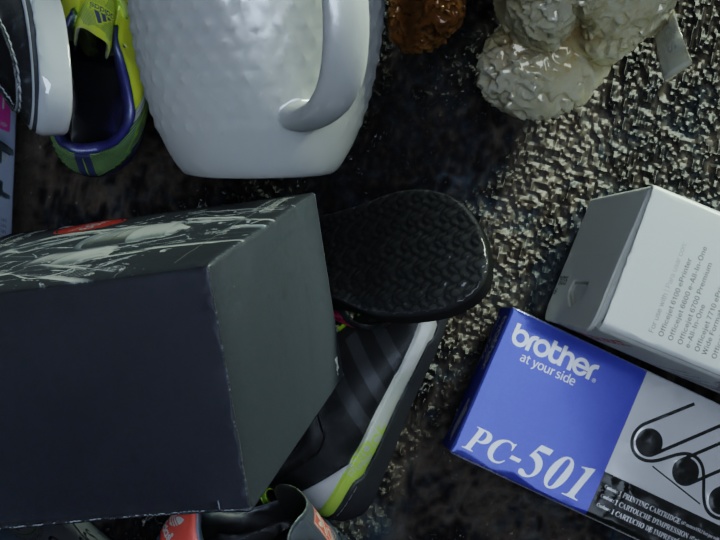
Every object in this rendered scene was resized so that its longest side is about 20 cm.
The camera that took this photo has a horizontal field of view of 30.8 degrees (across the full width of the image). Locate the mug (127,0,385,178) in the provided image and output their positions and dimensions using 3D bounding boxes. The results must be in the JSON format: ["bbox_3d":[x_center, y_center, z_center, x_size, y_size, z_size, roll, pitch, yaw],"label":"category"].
[{"bbox_3d":[-0.046,-0.139,0.702,0.146,0.199,0.178,-5,100,-25],"label":"mug"}]

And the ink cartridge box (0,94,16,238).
[{"bbox_3d":[-0.241,-0.028,0.703,0.041,0.119,0.203,-12,69,30],"label":"ink cartridge box"}]

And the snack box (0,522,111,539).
[{"bbox_3d":[-0.162,0.193,0.698,0.168,0.200,0.068,42,88,-2],"label":"snack box"}]

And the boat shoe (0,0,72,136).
[{"bbox_3d":[-0.209,-0.148,0.712,0.067,0.072,0.202,-9,56,-27],"label":"boat shoe"}]

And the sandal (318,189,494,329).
[{"bbox_3d":[0.000,0.000,0.735,0.045,0.198,0.076,39,62,-38],"label":"sandal"}]

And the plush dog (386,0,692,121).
[{"bbox_3d":[0.095,-0.191,0.708,0.170,0.160,0.203,11,92,-26],"label":"plush dog"}]

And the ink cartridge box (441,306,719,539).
[{"bbox_3d":[0.158,0.106,0.789,0.198,0.044,0.095,25,88,-3],"label":"ink cartridge box"}]

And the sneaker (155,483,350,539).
[{"bbox_3d":[-0.021,0.170,0.744,0.197,0.075,0.086,12,109,-21],"label":"sneaker"}]

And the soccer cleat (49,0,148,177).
[{"bbox_3d":[-0.147,-0.155,0.751,0.064,0.084,0.204,2,90,-2],"label":"soccer cleat"}]

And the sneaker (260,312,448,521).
[{"bbox_3d":[-0.007,0.050,0.763,0.082,0.072,0.203,20,90,-11],"label":"sneaker"}]

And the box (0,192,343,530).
[{"bbox_3d":[-0.118,0.037,0.623,0.179,0.200,0.106,-6,101,11],"label":"box"}]

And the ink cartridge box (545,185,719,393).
[{"bbox_3d":[0.220,0.029,0.741,0.197,0.145,0.085,22,89,-3],"label":"ink cartridge box"}]
